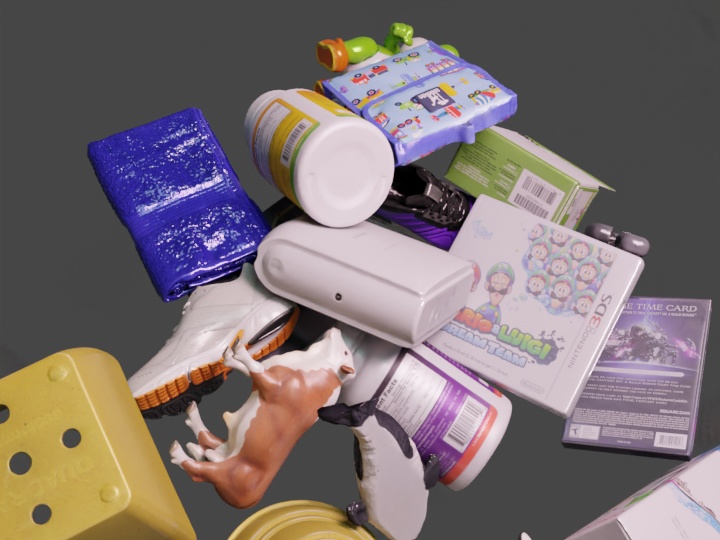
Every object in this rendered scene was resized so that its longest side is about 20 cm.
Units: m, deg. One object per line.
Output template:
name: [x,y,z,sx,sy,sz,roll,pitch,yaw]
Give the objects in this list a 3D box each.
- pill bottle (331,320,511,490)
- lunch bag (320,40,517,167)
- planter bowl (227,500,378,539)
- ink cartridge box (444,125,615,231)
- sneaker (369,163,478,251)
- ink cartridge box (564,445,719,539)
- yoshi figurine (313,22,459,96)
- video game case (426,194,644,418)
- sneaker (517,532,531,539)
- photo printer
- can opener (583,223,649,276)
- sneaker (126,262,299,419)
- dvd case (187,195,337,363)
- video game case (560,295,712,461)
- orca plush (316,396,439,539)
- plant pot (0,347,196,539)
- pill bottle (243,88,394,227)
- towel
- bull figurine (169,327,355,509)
pill bottle: [0.047,0.126,1.100,0.198,0.112,0.112,35,57,-1]
lunch bag: [0.068,-0.167,1.167,0.149,0.096,0.200,-23,29,-18]
planter bowl: [-0.039,0.304,0.993,0.197,0.084,0.204,9,62,-16]
ink cartridge box: [0.209,-0.104,1.275,0.147,0.077,0.199,35,16,22]
sneaker: [0.079,-0.074,1.213,0.197,0.100,0.071,18,76,-9]
ink cartridge box: [0.333,0.294,1.105,0.198,0.147,0.148,-22,74,-29]
yoshi figurine: [0.048,-0.236,1.293,0.197,0.112,0.114,-12,79,-28]
video game case: [0.170,0.032,1.126,0.198,0.024,0.184,24,77,27]
sneaker: [0.110,0.323,1.055,0.197,0.074,0.081,-11,63,-34]
photo printer: [0.000,0.000,1.089,0.197,0.071,0.166,21,19,20]
can opener: [0.291,-0.023,1.242,0.066,0.200,0.054,19,95,9]
sneaker: [-0.162,0.068,1.073,0.198,0.076,0.092,-32,64,-22]
dvd case: [-0.082,0.008,1.166,0.149,0.016,0.199,47,58,7]
video game case: [0.316,0.116,1.213,0.140,0.019,0.202,2,53,27]
orca plush: [0.008,0.184,1.041,0.105,0.200,0.071,-43,41,-4]
plant pot: [-0.267,0.175,0.889,0.197,0.177,0.202,-25,74,-15]
pill bottle: [-0.054,-0.130,1.141,0.109,0.113,0.200,-9,25,-24]
towel: [-0.188,-0.078,1.139,0.146,0.050,0.202,-22,69,-28]
bull figurine: [-0.092,0.132,1.021,0.120,0.065,0.202,32,92,-13]
